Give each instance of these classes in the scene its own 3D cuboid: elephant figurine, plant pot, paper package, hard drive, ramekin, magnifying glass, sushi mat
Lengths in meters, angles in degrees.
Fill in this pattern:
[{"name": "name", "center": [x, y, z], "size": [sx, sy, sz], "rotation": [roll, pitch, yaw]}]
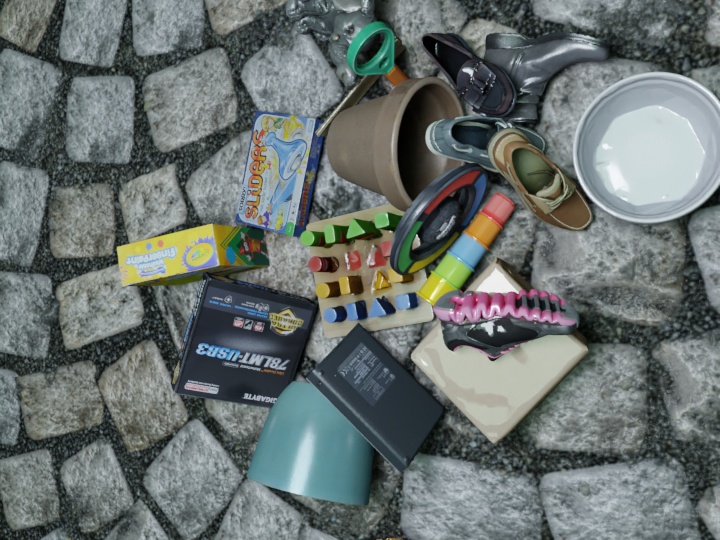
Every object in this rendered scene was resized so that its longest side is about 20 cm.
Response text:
[{"name": "elephant figurine", "center": [-0.013, -0.399, 1.121], "size": [0.200, 0.141, 0.156], "rotation": [40, 120, 32]}, {"name": "plant pot", "center": [0.044, -0.194, 1.089], "size": [0.173, 0.199, 0.203], "rotation": [11, 94, 38]}, {"name": "plant pot", "center": [-0.067, 0.268, 1.123], "size": [0.199, 0.200, 0.163], "rotation": [7, 77, 22]}, {"name": "paper package", "center": [0.210, 0.118, 1.053], "size": [0.191, 0.103, 0.200], "rotation": [45, 105, 16]}, {"name": "hard drive", "center": [0.028, 0.192, 1.089], "size": [0.200, 0.140, 0.033], "rotation": [44, 133, 3]}, {"name": "ramekin", "center": [0.401, -0.163, 0.974], "size": [0.198, 0.105, 0.203], "rotation": [0, 90, 23]}, {"name": "magnifying glass", "center": [0.036, -0.316, 1.071], "size": [0.080, 0.200, 0.022], "rotation": [-47, 73, 11]}, {"name": "sushi mat", "center": [0.001, -0.296, 1.144], "size": [0.012, 0.096, 0.200], "rotation": [43, 106, 2]}]

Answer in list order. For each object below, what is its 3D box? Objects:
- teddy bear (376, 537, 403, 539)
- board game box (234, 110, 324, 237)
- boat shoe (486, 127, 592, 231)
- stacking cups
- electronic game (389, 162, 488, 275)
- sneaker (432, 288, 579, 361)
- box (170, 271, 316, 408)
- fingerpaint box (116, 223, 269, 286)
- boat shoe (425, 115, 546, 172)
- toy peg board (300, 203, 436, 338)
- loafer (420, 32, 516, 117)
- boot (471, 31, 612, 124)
[{"name": "teddy bear", "center": [0.050, 0.526, 1.147], "size": [0.144, 0.067, 0.202], "rotation": [-6, 94, 31]}, {"name": "board game box", "center": [-0.141, -0.169, 1.223], "size": [0.134, 0.034, 0.202], "rotation": [14, 95, 31]}, {"name": "boat shoe", "center": [0.260, -0.119, 0.999], "size": [0.199, 0.074, 0.076], "rotation": [36, 104, -22]}, {"name": "stacking cups", "center": [0.162, -0.032, 1.083], "size": [0.060, 0.060, 0.201], "rotation": [34, 91, 18]}, {"name": "electronic game", "center": [0.117, -0.073, 1.038], "size": [0.042, 0.200, 0.201], "rotation": [43, 105, 22]}, {"name": "sneaker", "center": [0.201, 0.081, 0.974], "size": [0.198, 0.079, 0.096], "rotation": [1, 113, 22]}, {"name": "box", "center": [-0.196, 0.123, 1.181], "size": [0.050, 0.198, 0.200], "rotation": [29, 102, 63]}, {"name": "fingerpaint box", "center": [-0.288, -0.025, 1.222], "size": [0.198, 0.167, 0.074], "rotation": [-11, 86, 22]}, {"name": "boat shoe", "center": [0.195, -0.187, 1.025], "size": [0.198, 0.062, 0.074], "rotation": [3, 87, -21]}, {"name": "toy peg board", "center": [0.000, 0.000, 1.142], "size": [0.198, 0.098, 0.201], "rotation": [-12, 85, 22]}, {"name": "loafer", "center": [0.156, -0.298, 1.060], "size": [0.201, 0.063, 0.072], "rotation": [57, 130, 37]}, {"name": "boot", "center": [0.271, -0.283, 1.054], "size": [0.198, 0.070, 0.133], "rotation": [11, 97, 34]}]
